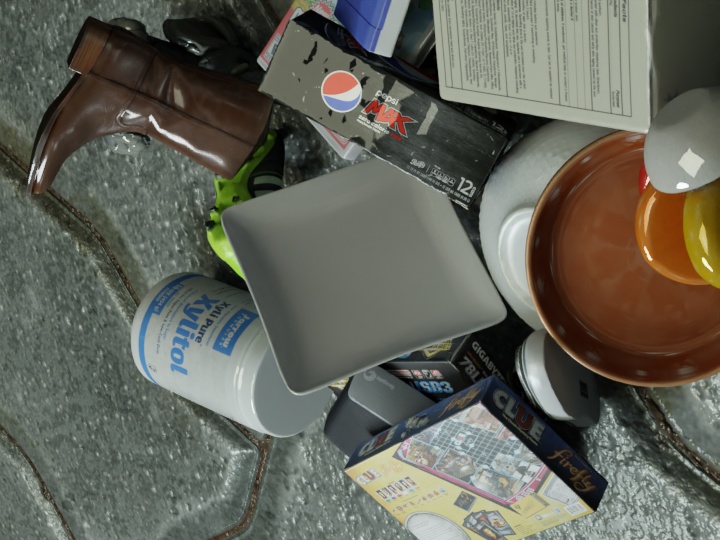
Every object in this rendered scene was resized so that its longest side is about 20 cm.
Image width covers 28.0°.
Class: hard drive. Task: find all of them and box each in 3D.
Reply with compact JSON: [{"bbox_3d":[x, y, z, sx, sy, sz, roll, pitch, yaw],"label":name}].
[{"bbox_3d":[0.030,-0.281,1.132,0.132,0.025,0.200,-120,46,-64],"label":"hard drive"},{"bbox_3d":[0.061,0.171,1.312,0.200,0.042,0.135,35,149,3],"label":"hard drive"}]

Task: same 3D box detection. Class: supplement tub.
[{"bbox_3d":[-0.136,0.086,1.526,0.200,0.132,0.132,17,123,40],"label":"supplement tub"}]

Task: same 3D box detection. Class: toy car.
[{"bbox_3d":[0.267,-0.068,0.980,0.175,0.200,0.150,52,161,-19],"label":"toy car"}]

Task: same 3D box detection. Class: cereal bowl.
[{"bbox_3d":[0.172,-0.021,1.178,0.200,0.083,0.201,24,126,38],"label":"cereal bowl"}]

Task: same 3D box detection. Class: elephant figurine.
[{"bbox_3d":[-0.158,-0.185,1.422,0.142,0.199,0.156,111,148,-59],"label":"elephant figurine"}]

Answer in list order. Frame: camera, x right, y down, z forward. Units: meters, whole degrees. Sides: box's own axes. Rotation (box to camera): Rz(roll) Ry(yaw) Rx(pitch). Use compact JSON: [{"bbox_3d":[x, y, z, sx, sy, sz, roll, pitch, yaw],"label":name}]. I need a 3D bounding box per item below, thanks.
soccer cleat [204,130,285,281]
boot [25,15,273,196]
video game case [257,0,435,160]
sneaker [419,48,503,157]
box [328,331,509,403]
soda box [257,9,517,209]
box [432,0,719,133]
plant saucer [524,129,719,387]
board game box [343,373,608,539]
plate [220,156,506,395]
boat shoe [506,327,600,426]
[{"bbox_3d":[-0.103,-0.063,1.386,0.067,0.200,0.081,-20,122,20],"label":"soccer cleat"},{"bbox_3d":[-0.192,-0.117,1.333,0.187,0.200,0.064,-61,21,20],"label":"boot"},{"bbox_3d":[0.004,-0.215,1.229,0.143,0.017,0.200,50,117,29],"label":"video game case"},{"bbox_3d":[0.047,-0.160,1.245,0.200,0.074,0.079,44,131,21],"label":"sneaker"},{"bbox_3d":[0.076,0.138,1.340,0.200,0.050,0.199,-6,128,49],"label":"box"},{"bbox_3d":[0.023,-0.134,1.171,0.200,0.063,0.071,29,112,3],"label":"soda box"},{"bbox_3d":[0.162,-0.189,1.076,0.200,0.109,0.128,16,121,41],"label":"box"},{"bbox_3d":[0.224,-0.012,1.090,0.200,0.032,0.201,1,102,5],"label":"plant saucer"},{"bbox_3d":[0.093,0.173,1.217,0.135,0.035,0.200,44,140,-11],"label":"board game box"},{"bbox_3d":[0.000,0.000,1.263,0.032,0.200,0.200,86,162,-60],"label":"plate"},{"bbox_3d":[0.153,0.096,1.189,0.056,0.200,0.069,-7,71,19],"label":"boat shoe"}]
